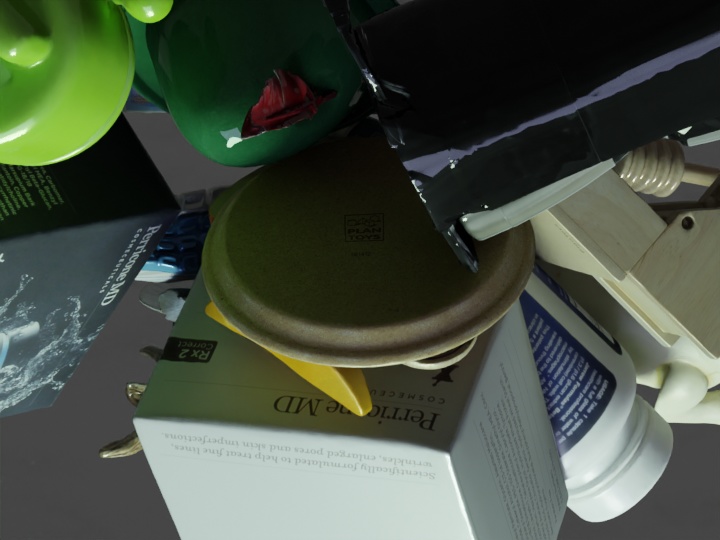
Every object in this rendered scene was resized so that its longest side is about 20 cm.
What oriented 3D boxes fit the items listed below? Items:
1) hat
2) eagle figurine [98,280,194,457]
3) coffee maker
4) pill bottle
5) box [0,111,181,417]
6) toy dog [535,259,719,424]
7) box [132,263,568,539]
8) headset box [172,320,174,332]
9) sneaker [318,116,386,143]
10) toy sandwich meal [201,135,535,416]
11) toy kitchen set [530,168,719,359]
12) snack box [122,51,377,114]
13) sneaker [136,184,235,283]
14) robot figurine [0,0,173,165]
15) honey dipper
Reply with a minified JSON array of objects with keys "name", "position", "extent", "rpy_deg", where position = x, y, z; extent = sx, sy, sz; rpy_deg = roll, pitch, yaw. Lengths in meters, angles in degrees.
[{"name":"hat","position":[-0.057,-0.065,1.538],"extent":[0.165,0.177,0.200],"rpy_deg":[-25,139,28]},{"name":"eagle figurine","position":[-0.062,0.048,1.847],"extent":[0.151,0.152,0.200],"rpy_deg":[32,138,-13]},{"name":"coffee maker","position":[0.109,-0.108,1.469],"extent":[0.199,0.135,0.192],"rpy_deg":[-25,165,7]},{"name":"pill bottle","position":[0.099,0.064,1.758],"extent":[0.200,0.111,0.111],"rpy_deg":[43,139,-23]},{"name":"box","position":[-0.242,-0.004,1.644],"extent":[0.199,0.118,0.197],"rpy_deg":[-13,150,-43]},{"name":"toy dog","position":[0.207,0.013,1.833],"extent":[0.199,0.140,0.194],"rpy_deg":[3,134,31]},{"name":"box","position":[-0.001,0.111,1.667],"extent":[0.198,0.131,0.201],"rpy_deg":[5,139,21]},{"name":"headset box","position":[-0.017,0.068,2.021],"extent":[0.173,0.093,0.200],"rpy_deg":[-13,155,26]},{"name":"sneaker","position":[-0.002,-0.057,1.760],"extent":[0.090,0.067,0.200],"rpy_deg":[44,167,-11]},{"name":"toy sandwich meal","position":[0.000,0.000,1.588],"extent":[0.204,0.206,0.070],"rpy_deg":[-2,131,3]},{"name":"toy kitchen set","position":[0.164,-0.083,1.688],"extent":[0.200,0.181,0.163],"rpy_deg":[43,172,-16]},{"name":"snack box","position":[-0.040,-0.115,1.655],"extent":[0.199,0.024,0.072],"rpy_deg":[0,158,-4]},{"name":"sneaker","position":[-0.152,-0.021,1.827],"extent":[0.199,0.075,0.087],"rpy_deg":[10,166,-19]},{"name":"robot figurine","position":[-0.185,-0.115,1.490],"extent":[0.175,0.116,0.200],"rpy_deg":[-45,172,5]},{"name":"honey dipper","position":[0.238,-0.056,1.806],"extent":[0.199,0.038,0.038],"rpy_deg":[9,156,-30]}]
